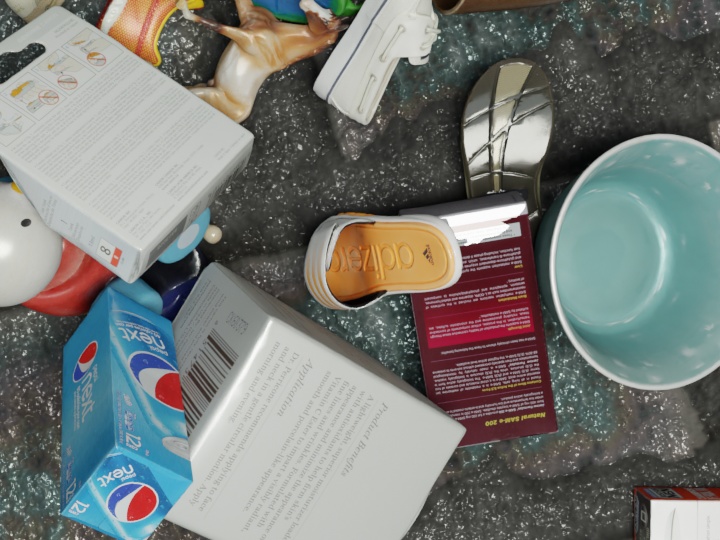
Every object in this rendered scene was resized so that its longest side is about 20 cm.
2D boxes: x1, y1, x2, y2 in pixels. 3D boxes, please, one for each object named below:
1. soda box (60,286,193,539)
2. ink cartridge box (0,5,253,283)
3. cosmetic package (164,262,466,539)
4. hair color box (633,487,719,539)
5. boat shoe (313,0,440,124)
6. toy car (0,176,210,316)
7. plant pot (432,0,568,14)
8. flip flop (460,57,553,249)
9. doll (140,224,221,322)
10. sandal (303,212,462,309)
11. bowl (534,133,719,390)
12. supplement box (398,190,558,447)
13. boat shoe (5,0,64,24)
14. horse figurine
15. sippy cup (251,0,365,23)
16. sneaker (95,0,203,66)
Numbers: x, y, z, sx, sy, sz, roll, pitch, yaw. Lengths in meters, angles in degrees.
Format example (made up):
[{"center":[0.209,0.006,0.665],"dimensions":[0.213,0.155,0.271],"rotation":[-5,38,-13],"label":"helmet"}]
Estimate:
[{"center":[-0.172,0.100,0.811],"dimensions":[0.064,0.201,0.068],"rotation":[31,108,-28],"label":"soda box"},{"center":[-0.205,-0.101,0.858],"dimensions":[0.199,0.050,0.163],"rotation":[32,48,6],"label":"ink cartridge box"},{"center":[-0.061,0.125,0.888],"dimensions":[0.199,0.165,0.166],"rotation":[33,90,-28],"label":"cosmetic package"},{"center":[0.339,0.247,0.964],"dimensions":[0.197,0.064,0.112],"rotation":[1,90,0],"label":"hair color box"},{"center":[0.035,-0.204,0.936],"dimensions":[0.070,0.071,0.200],"rotation":[39,124,2],"label":"boat shoe"},{"center":[-0.257,-0.038,0.880],"dimensions":[0.184,0.200,0.178],"rotation":[37,108,17],"label":"toy car"},{"center":[0.172,-0.301,0.929],"dimensions":[0.198,0.187,0.189],"rotation":[2,89,-13],"label":"plant pot"},{"center":[0.129,-0.083,0.980],"dimensions":[0.080,0.058,0.202],"rotation":[-5,105,2],"label":"flip flop"},{"center":[-0.168,0.013,0.982],"dimensions":[0.136,0.048,0.201],"rotation":[-34,88,11],"label":"doll"},{"center":[-0.002,-0.008,0.910],"dimensions":[0.059,0.206,0.080],"rotation":[-17,94,-34],"label":"sandal"},{"center":[0.224,-0.008,0.934],"dimensions":[0.198,0.105,0.203],"rotation":[-1,93,-18],"label":"bowl"},{"center":[0.099,0.043,0.950],"dimensions":[0.108,0.061,0.202],"rotation":[-9,102,3],"label":"supplement box"},{"center":[-0.236,-0.299,0.985],"dimensions":[0.200,0.072,0.065],"rotation":[-47,124,-4],"label":"boat shoe"},{"center":[-0.120,-0.174,0.960],"dimensions":[0.132,0.050,0.200],"rotation":[27,114,-31],"label":"horse figurine"},{"center":[-0.058,-0.301,0.951],"dimensions":[0.138,0.178,0.132],"rotation":[10,77,29],"label":"sippy cup"},{"center":[-0.163,-0.274,0.987],"dimensions":[0.077,0.073,0.202],"rotation":[25,94,-21],"label":"sneaker"}]
